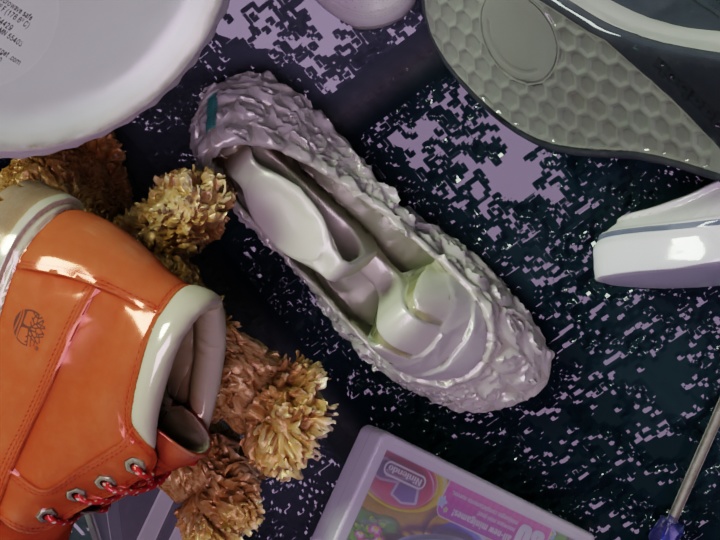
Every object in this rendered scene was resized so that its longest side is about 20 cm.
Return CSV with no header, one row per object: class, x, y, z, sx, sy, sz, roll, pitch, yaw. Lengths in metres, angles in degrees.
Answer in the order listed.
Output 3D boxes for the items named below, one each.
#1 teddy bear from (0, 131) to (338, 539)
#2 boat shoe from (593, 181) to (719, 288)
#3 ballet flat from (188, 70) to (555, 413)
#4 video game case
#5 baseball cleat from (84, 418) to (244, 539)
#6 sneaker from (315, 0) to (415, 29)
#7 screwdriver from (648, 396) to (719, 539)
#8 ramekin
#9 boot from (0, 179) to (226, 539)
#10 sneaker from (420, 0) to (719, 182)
teddy bear,-0.093,0.026,0.959,0.145,0.067,0.200,-37,76,40
boat shoe,0.192,-0.037,0.971,0.200,0.074,0.065,-11,79,15
ballet flat,0.000,0.000,0.995,0.200,0.072,0.072,42,109,-12
video game case,0.013,0.182,1.010,0.143,0.018,0.200,29,83,-38
baseball cleat,-0.071,0.111,1.017,0.106,0.070,0.200,-24,88,11
sneaker,-0.021,-0.185,0.917,0.070,0.080,0.201,-13,111,7
screwdriver,0.148,0.098,1.043,0.029,0.028,0.200,10,114,-33
ramekin,-0.137,-0.137,0.890,0.200,0.105,0.200,-11,121,-19
boot,-0.114,0.076,0.915,0.107,0.075,0.200,24,115,20
sneaker,0.138,-0.103,0.936,0.202,0.146,0.077,23,134,33
